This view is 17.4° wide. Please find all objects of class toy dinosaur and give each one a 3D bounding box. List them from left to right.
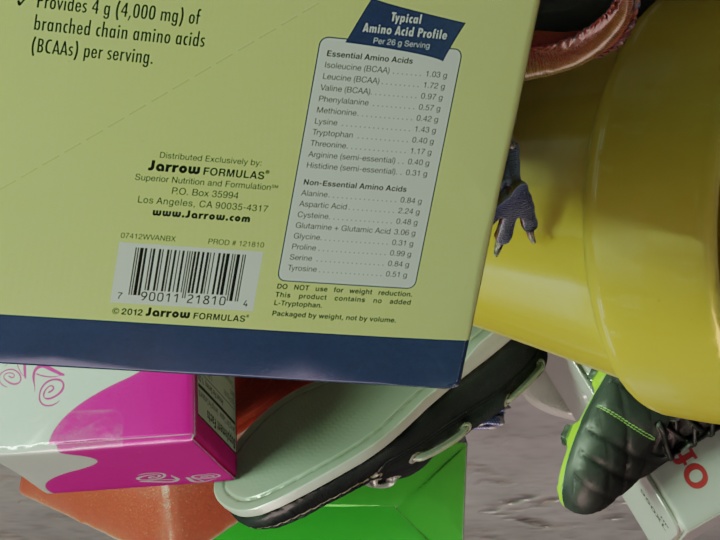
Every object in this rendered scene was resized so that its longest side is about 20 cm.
[{"bbox_3d":[0.019,-0.081,1.059,0.200,0.182,0.105,-41,135,1],"label":"toy dinosaur"}]

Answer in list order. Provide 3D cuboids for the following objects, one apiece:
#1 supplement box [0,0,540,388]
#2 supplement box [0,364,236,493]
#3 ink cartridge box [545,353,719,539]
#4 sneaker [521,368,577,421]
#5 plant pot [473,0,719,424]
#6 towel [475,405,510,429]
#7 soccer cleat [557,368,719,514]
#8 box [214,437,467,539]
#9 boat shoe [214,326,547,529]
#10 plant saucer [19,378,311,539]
[{"bbox_3d":[-0.055,-0.081,0.832,0.199,0.200,0.134,4,-158,-18],"label":"supplement box"},{"bbox_3d":[-0.119,-0.001,1.133,0.101,0.201,0.103,-4,162,8],"label":"supplement box"},{"bbox_3d":[0.210,0.039,1.264,0.200,0.145,0.084,-29,166,-10],"label":"ink cartridge box"},{"bbox_3d":[0.178,0.054,1.352,0.199,0.076,0.089,-8,165,-14],"label":"sneaker"},{"bbox_3d":[0.124,-0.034,1.100,0.188,0.201,0.201,5,168,33],"label":"plant pot"},{"bbox_3d":[-0.008,0.073,1.574,0.199,0.024,0.147,1,-164,-6],"label":"towel"},{"bbox_3d":[0.176,0.050,1.176,0.081,0.200,0.068,33,163,31],"label":"soccer cleat"},{"bbox_3d":[-0.037,0.129,1.593,0.199,0.097,0.177,1,-162,-5],"label":"box"},{"bbox_3d":[0.017,0.076,1.182,0.200,0.076,0.060,-33,127,-16],"label":"boat shoe"},{"bbox_3d":[-0.084,0.081,1.363,0.200,0.037,0.199,-34,-156,-25],"label":"plant saucer"}]
